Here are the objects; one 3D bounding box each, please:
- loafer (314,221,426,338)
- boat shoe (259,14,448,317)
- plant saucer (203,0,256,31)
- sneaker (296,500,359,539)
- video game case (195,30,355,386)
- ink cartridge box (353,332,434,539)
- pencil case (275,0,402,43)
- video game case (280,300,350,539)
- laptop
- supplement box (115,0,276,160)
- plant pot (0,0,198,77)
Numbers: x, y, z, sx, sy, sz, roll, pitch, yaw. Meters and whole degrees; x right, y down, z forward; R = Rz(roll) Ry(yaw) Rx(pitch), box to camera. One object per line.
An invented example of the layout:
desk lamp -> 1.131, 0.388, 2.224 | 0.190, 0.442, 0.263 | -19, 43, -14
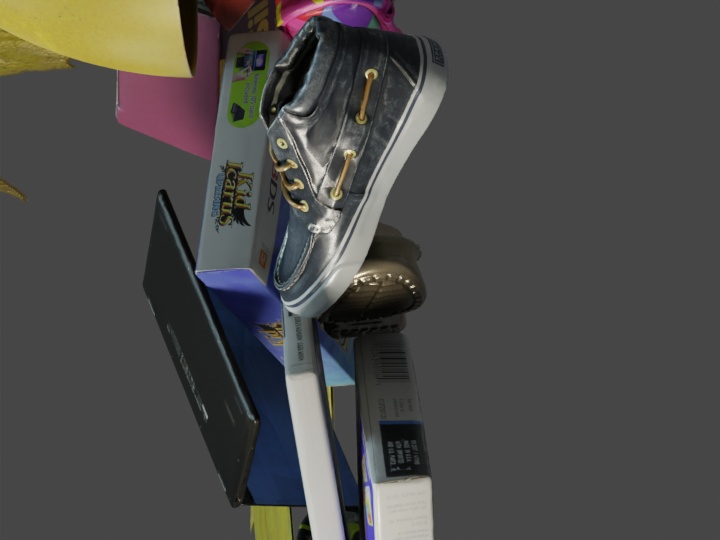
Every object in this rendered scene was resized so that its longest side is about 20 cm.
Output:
loafer -> 0.000, 0.000, 1.734 | 0.200, 0.075, 0.069 | 115, 147, -78
boat shoe -> -0.029, -0.065, 1.607 | 0.201, 0.090, 0.071 | -63, 27, 26
plant saucer -> -0.072, -0.293, 1.845 | 0.200, 0.037, 0.201 | 141, 135, -66
sneaker -> -0.009, 0.246, 1.869 | 0.201, 0.075, 0.077 | -95, 7, -47
video game case -> -0.046, -0.039, 1.850 | 0.200, 0.045, 0.182 | 50, -137, -57
ink cartridge box -> 0.021, 0.172, 1.691 | 0.198, 0.043, 0.201 | -100, 8, -65
pencil case -> -0.017, -0.241, 1.849 | 0.089, 0.088, 0.201 | 100, 168, -62
video game case -> -0.024, 0.132, 1.705 | 0.182, 0.023, 0.201 | -101, 2, -75
laptop -> -0.067, 0.058, 1.851 | 0.200, 0.115, 0.188 | 106, 144, -58
supplement box -> -0.092, -0.195, 2.034 | 0.200, 0.103, 0.131 | -42, -34, -43
plant pot -> -0.192, -0.229, 1.829 | 0.200, 0.141, 0.201 | -4, -90, -89
